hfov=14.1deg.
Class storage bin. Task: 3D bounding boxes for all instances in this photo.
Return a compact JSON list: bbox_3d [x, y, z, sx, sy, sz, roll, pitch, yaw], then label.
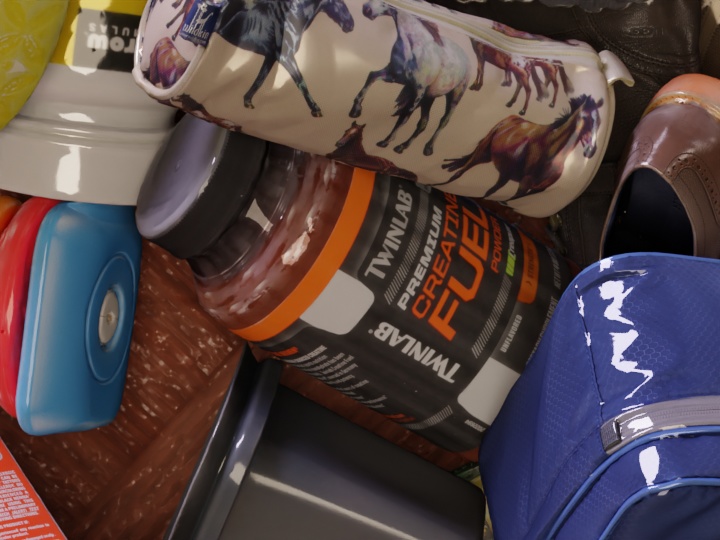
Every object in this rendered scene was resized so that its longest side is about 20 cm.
[{"bbox_3d":[-0.032,0.157,1.323,0.134,0.146,0.200,22,108,-2],"label":"storage bin"}]

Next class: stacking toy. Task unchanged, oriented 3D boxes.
[{"bbox_3d":[-0.208,0.009,1.352,0.200,0.116,0.110,7,92,16],"label":"stacking toy"}]

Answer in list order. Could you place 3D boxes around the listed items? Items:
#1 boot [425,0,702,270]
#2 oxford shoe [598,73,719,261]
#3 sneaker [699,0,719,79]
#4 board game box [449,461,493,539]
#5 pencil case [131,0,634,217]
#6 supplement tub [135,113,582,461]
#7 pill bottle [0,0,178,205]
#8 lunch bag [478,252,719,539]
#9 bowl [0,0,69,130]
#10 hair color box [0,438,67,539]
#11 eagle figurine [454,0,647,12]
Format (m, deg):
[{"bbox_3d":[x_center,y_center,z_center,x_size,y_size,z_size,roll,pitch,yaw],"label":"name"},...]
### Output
[{"bbox_3d":[0.085,-0.073,1.324,0.200,0.069,0.174,6,122,31],"label":"boot"},{"bbox_3d":[0.126,0.012,1.278,0.071,0.073,0.200,19,131,24],"label":"oxford shoe"},{"bbox_3d":[0.155,-0.129,1.331,0.076,0.070,0.200,-17,100,30],"label":"sneaker"},{"bbox_3d":[0.084,0.133,1.385,0.200,0.023,0.105,-25,94,6],"label":"board game box"},{"bbox_3d":[0.010,-0.085,1.222,0.200,0.078,0.089,16,133,-20],"label":"pencil case"},{"bbox_3d":[0.000,0.000,1.296,0.200,0.107,0.107,29,99,-25],"label":"supplement tub"},{"bbox_3d":[-0.118,-0.136,1.309,0.114,0.114,0.200,7,99,2],"label":"pill bottle"},{"bbox_3d":[0.134,0.102,1.230,0.136,0.132,0.200,4,141,-15],"label":"lunch bag"},{"bbox_3d":[-0.224,-0.150,1.261,0.108,0.200,0.200,-1,92,-42],"label":"bowl"},{"bbox_3d":[-0.160,0.172,1.282,0.064,0.200,0.111,-7,135,-36],"label":"hair color box"},{"bbox_3d":[0.047,-0.189,1.233,0.200,0.151,0.152,-3,111,-13],"label":"eagle figurine"}]
